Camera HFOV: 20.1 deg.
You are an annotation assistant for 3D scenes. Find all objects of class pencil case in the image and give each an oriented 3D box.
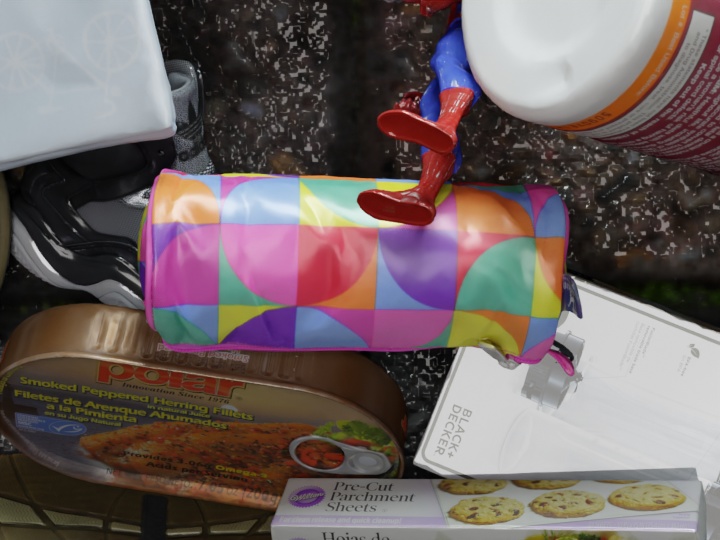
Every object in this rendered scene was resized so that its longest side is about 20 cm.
[{"bbox_3d":[0.000,0.000,0.907,0.199,0.088,0.089,4,92,-2],"label":"pencil case"}]

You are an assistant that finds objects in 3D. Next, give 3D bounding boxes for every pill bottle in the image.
[{"bbox_3d":[0.151,-0.103,0.897,0.114,0.200,0.115,-13,72,46],"label":"pill bottle"}]

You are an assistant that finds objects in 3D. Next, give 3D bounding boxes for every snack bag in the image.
[{"bbox_3d":[-0.176,-0.135,0.891,0.188,0.021,0.201,-12,95,18],"label":"snack bag"}]

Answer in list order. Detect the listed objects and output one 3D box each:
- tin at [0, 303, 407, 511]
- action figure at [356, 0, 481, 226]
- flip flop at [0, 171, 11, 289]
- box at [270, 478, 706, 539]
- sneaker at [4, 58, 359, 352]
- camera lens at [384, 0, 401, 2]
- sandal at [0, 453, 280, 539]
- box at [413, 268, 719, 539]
[{"bbox_3d":[-0.076,0.066,0.967,0.199,0.112,0.042,9,57,1],"label":"tin"},{"bbox_3d":[0.042,-0.095,0.926,0.052,0.200,0.066,16,125,10],"label":"action figure"},{"bbox_3d":[-0.233,0.020,1.003,0.081,0.058,0.200,39,103,47],"label":"flip flop"},{"bbox_3d":[0.060,0.123,0.940,0.199,0.041,0.039,-1,119,15],"label":"box"},{"bbox_3d":[-0.074,-0.032,0.970,0.200,0.076,0.114,18,122,8],"label":"sneaker"},{"bbox_3d":[0.013,-0.246,0.931,0.160,0.160,0.200,-37,88,6],"label":"camera lens"},{"bbox_3d":[-0.118,0.139,1.007,0.199,0.080,0.054,6,125,-1],"label":"sandal"},{"bbox_3d":[0.138,0.076,0.978,0.200,0.060,0.117,21,93,5],"label":"box"}]
